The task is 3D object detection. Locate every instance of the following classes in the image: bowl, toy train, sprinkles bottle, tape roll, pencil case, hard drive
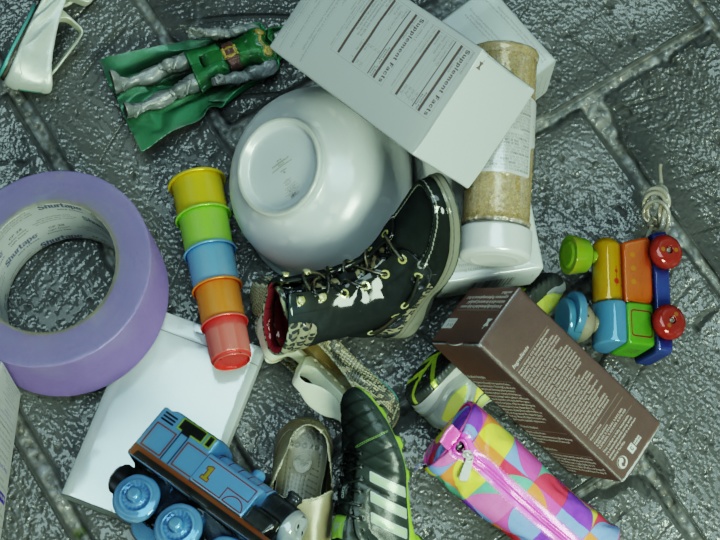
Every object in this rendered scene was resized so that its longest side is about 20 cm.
[{"bbox_3d":[-0.056,-0.092,1.720,0.199,0.090,0.203,-6,78,31],"label":"bowl"},{"bbox_3d":[-0.136,0.217,1.619,0.199,0.087,0.115,31,72,25],"label":"toy train"},{"bbox_3d":[0.127,-0.107,1.643,0.067,0.068,0.202,4,77,0],"label":"sprinkles bottle"},{"bbox_3d":[-0.288,0.012,1.716,0.198,0.085,0.202,-2,66,6],"label":"tape roll"},{"bbox_3d":[0.146,0.208,1.648,0.200,0.088,0.089,39,74,-6],"label":"pencil case"},{"bbox_3d":[-0.187,0.146,1.716,0.131,0.027,0.202,19,72,5],"label":"hard drive"},{"bbox_3d":[0.244,-0.016,1.734,0.115,0.085,0.202,7,70,-19],"label":"toy train"}]

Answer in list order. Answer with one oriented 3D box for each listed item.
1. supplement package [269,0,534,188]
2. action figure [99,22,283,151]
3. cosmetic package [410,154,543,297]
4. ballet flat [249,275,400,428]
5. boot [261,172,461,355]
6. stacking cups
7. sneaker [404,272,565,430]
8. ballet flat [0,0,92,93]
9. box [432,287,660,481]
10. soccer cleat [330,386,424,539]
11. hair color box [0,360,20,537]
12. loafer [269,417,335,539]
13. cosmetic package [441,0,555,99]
[{"bbox_3d":[0.037,-0.182,1.611,0.200,0.113,0.110,39,98,34],"label":"supplement package"},{"bbox_3d":[-0.155,-0.209,1.828,0.198,0.055,0.119,-22,70,-13],"label":"action figure"},{"bbox_3d":[0.104,-0.083,1.707,0.101,0.074,0.202,-7,78,-9],"label":"cosmetic package"},{"bbox_3d":[-0.047,0.086,1.712,0.200,0.068,0.075,45,40,11],"label":"ballet flat"},{"bbox_3d":[0.000,0.002,1.629,0.152,0.204,0.074,-10,54,-27],"label":"boot"},{"bbox_3d":[-0.140,0.000,1.741,0.060,0.061,0.202,-13,67,-5],"label":"stacking cups"},{"bbox_3d":[0.130,0.080,1.733,0.200,0.075,0.077,-43,106,-16],"label":"sneaker"},{"bbox_3d":[-0.311,-0.271,1.845,0.069,0.069,0.202,17,76,5],"label":"ballet flat"},{"bbox_3d":[0.171,0.105,1.658,0.200,0.100,0.075,42,74,-19],"label":"box"},{"bbox_3d":[0.006,0.209,1.644,0.080,0.067,0.202,-17,97,-28],"label":"soccer cleat"},{"bbox_3d":[-0.364,0.192,1.653,0.064,0.109,0.202,3,70,0],"label":"hair color box"},{"bbox_3d":[-0.060,0.230,1.668,0.075,0.068,0.202,0,71,-1],"label":"loafer"},{"bbox_3d":[0.087,-0.178,1.806,0.199,0.081,0.113,-36,76,-11],"label":"cosmetic package"}]
